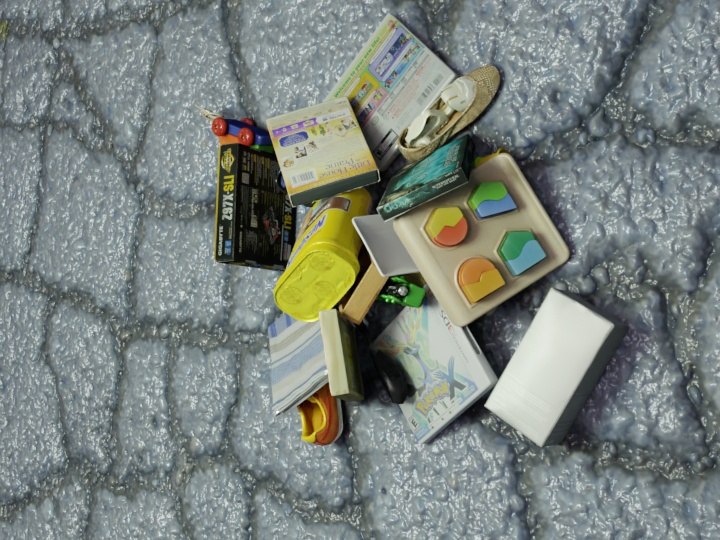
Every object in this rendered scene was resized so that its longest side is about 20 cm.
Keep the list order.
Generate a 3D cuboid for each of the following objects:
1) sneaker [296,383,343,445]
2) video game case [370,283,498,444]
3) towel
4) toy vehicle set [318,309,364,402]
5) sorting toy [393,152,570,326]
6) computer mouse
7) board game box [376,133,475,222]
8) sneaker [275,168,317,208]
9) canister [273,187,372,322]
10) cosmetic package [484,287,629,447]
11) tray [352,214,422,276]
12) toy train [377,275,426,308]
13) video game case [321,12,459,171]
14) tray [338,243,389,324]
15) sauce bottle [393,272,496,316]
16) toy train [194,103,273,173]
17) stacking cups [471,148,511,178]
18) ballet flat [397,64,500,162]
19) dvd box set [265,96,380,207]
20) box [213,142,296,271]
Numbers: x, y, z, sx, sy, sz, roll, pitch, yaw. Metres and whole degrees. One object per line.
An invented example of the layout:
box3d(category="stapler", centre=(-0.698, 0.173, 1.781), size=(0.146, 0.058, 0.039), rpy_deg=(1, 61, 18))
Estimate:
box3d(category="sneaker", centre=(-0.075, 0.187, 1.447), size=(0.073, 0.077, 0.200), rpy_deg=(-28, 61, 29))
box3d(category="video game case", centre=(0.104, 0.140, 1.326), size=(0.200, 0.022, 0.183), rpy_deg=(-51, 58, 43))
box3d(category="towel", centre=(-0.100, 0.130, 1.447), size=(0.147, 0.024, 0.200), rpy_deg=(-38, 38, 27))
box3d(category="toy vehicle set", centre=(-0.027, 0.136, 1.354), size=(0.026, 0.200, 0.125), rpy_deg=(-10, 78, 5))
box3d(category="sorting toy", centre=(0.175, -0.045, 1.250), size=(0.200, 0.036, 0.185), rpy_deg=(-32, 89, -4))
box3d(category="computer mouse", centre=(0.027, 0.124, 1.380), size=(0.034, 0.059, 0.200), rpy_deg=(-25, 61, -6))
box3d(category="board game box", centre=(0.101, -0.140, 1.296), size=(0.135, 0.200, 0.028), rpy_deg=(-25, 105, 18))
box3d(category="sneaker", centre=(-0.095, -0.182, 1.483), size=(0.080, 0.115, 0.200), rpy_deg=(-33, 67, 25))
box3d(category="canister", centre=(-0.053, -0.035, 1.367), size=(0.149, 0.086, 0.200), rpy_deg=(-47, 18, 35))
box3d(category="cosmetic package", centre=(0.273, 0.134, 1.218), size=(0.107, 0.090, 0.200), rpy_deg=(36, 102, 30))
box3d(category="tray", centre=(0.083, -0.041, 1.308), size=(0.022, 0.200, 0.108), rpy_deg=(-51, 58, 44))
box3d(category="toy train", centre=(0.049, 0.032, 1.339), size=(0.042, 0.056, 0.200), rpy_deg=(-68, 13, -4))
box3d(category="video game case", centre=(0.044, -0.298, 1.460), size=(0.200, 0.022, 0.182), rpy_deg=(-51, 61, 20))
box3d(category="tray", centre=(0.000, 0.000, 1.371), size=(0.099, 0.037, 0.200), rpy_deg=(-59, 14, 14))
box3d(category="sauce bottle", centre=(0.121, 0.015, 1.346), size=(0.200, 0.066, 0.066), rpy_deg=(26, 99, 31))
box3d(category="toy train", centre=(-0.244, -0.226, 1.617), size=(0.200, 0.085, 0.116), rpy_deg=(25, 112, 33))
box3d(category="stacking cups", centre=(0.144, -0.130, 1.359), size=(0.200, 0.060, 0.061), rpy_deg=(-18, 75, 37))
box3d(category="ballet flat", centre=(0.134, -0.246, 1.366), size=(0.200, 0.065, 0.071), rpy_deg=(-47, 59, 20))
box3d(category="dvd box set", centre=(-0.064, -0.196, 1.409), size=(0.146, 0.029, 0.200), rpy_deg=(-18, 48, -4))
box3d(category="box", centre=(-0.177, -0.105, 1.503), size=(0.049, 0.160, 0.201), rpy_deg=(-2, 84, 33))
